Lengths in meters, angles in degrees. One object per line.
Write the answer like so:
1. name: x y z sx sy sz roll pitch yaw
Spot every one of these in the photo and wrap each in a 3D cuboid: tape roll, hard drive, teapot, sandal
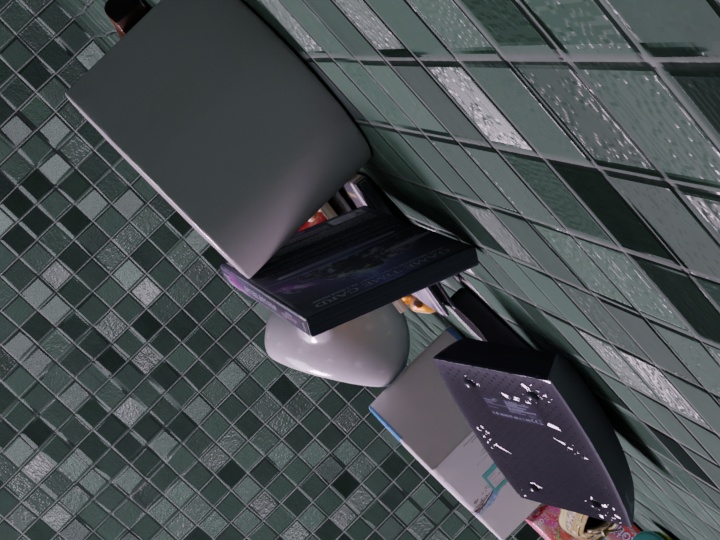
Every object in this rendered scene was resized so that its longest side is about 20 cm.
1. tape roll: -0.109 -0.111 0.987 0.203 0.139 0.203 44 176 4
2. hard drive: 0.156 0.136 1.090 0.135 0.042 0.200 8 141 43
3. teapot: -0.019 0.055 1.602 0.197 0.146 0.200 12 -177 -25
4. sandal: 0.149 0.099 1.162 0.200 0.043 0.076 44 176 21

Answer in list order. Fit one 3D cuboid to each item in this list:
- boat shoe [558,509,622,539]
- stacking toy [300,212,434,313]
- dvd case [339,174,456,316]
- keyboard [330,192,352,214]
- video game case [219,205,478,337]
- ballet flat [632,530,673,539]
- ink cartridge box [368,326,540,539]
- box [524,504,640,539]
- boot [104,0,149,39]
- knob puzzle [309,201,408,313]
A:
1. boat shoe: 0.293 0.307 1.617 0.063 0.073 0.200 39 171 35
2. stacking toy: 0.000 0.000 1.413 0.200 0.110 0.116 26 -156 14
3. dvd case: 0.019 -0.033 1.219 0.149 0.016 0.200 55 174 -14
4. keyboard: -0.039 -0.090 1.203 0.200 0.011 0.056 53 178 7
5. video game case: -0.015 -0.005 1.007 0.200 0.143 0.019 28 137 62
6. ballet flat: 0.357 0.342 1.422 0.067 0.067 0.200 27 176 -5
7. ink cartridge box: 0.143 0.204 1.576 0.147 0.146 0.200 40 174 47
8. box: 0.333 0.379 1.752 0.200 0.103 0.095 46 176 5
9. boot: -0.204 -0.213 1.475 0.187 0.064 0.200 59 -177 40
10. knob puzzle: -0.040 -0.057 1.255 0.220 0.030 0.220 54 -178 -3
